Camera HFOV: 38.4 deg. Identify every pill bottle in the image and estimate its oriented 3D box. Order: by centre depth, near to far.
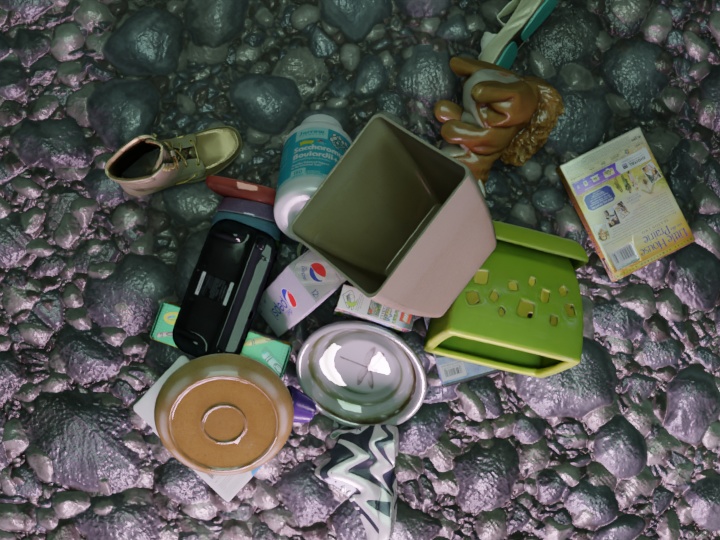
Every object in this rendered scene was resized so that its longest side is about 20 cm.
[{"bbox_3d":[-0.064,-0.141,1.503,0.110,0.111,0.201,5,44,-2],"label":"pill bottle"}]

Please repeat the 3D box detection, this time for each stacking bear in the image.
[{"bbox_3d":[-0.180,-0.025,1.530,0.113,0.121,0.202,11,86,21],"label":"stacking bear"}]

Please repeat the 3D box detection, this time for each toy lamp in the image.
[{"bbox_3d":[-0.157,0.180,1.519,0.199,0.058,0.059,24,86,-25],"label":"toy lamp"}]

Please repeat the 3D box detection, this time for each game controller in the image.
[{"bbox_3d":[-0.193,0.030,1.462,0.104,0.042,0.201,20,89,14],"label":"game controller"}]

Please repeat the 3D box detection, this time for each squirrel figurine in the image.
[{"bbox_3d":[0.203,-0.201,1.545,0.198,0.142,0.188,2,119,-22],"label":"squirrel figurine"}]

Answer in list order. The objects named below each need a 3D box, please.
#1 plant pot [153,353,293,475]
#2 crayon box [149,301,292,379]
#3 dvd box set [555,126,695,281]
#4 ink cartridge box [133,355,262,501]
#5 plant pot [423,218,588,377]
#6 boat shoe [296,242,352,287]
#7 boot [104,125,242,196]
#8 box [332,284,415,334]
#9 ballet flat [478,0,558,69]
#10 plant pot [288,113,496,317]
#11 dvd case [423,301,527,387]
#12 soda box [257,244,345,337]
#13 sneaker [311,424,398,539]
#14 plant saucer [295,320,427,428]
[{"bbox_3d":[-0.193,0.212,1.465,0.198,0.028,0.202,-2,114,-5],"label":"plant pot"},{"bbox_3d":[-0.202,0.105,1.535,0.199,0.119,0.059,19,87,-1],"label":"crayon box"},{"bbox_3d":[0.414,-0.103,1.615,0.146,0.029,0.201,-27,88,-4],"label":"dvd box set"},{"bbox_3d":[-0.229,0.233,1.553,0.200,0.068,0.116,44,86,-1],"label":"ink cartridge box"},{"bbox_3d":[0.214,0.039,1.502,0.197,0.200,0.183,14,78,-4],"label":"plant pot"},{"bbox_3d":[0.000,0.000,1.541,0.199,0.065,0.072,25,104,-26],"label":"boat shoe"},{"bbox_3d":[-0.273,-0.170,1.526,0.199,0.155,0.073,-19,88,-3],"label":"boot"},{"bbox_3d":[0.017,0.059,1.505,0.109,0.200,0.035,18,84,-1],"label":"box"},{"bbox_3d":[0.228,-0.365,1.610,0.069,0.069,0.200,38,84,0],"label":"ballet flat"},{"bbox_3d":[0.065,-0.051,1.375,0.200,0.177,0.200,-52,47,1],"label":"plant pot"},{"bbox_3d":[0.169,0.066,1.603,0.142,0.018,0.202,-15,87,-4],"label":"dvd case"},{"bbox_3d":[-0.091,0.032,1.501,0.063,0.200,0.068,-38,88,-27],"label":"soda box"},{"bbox_3d":[-0.011,0.330,1.558,0.128,0.079,0.201,3,98,9],"label":"sneaker"},{"bbox_3d":[0.004,0.148,1.548,0.198,0.050,0.201,6,124,9],"label":"plant saucer"}]
